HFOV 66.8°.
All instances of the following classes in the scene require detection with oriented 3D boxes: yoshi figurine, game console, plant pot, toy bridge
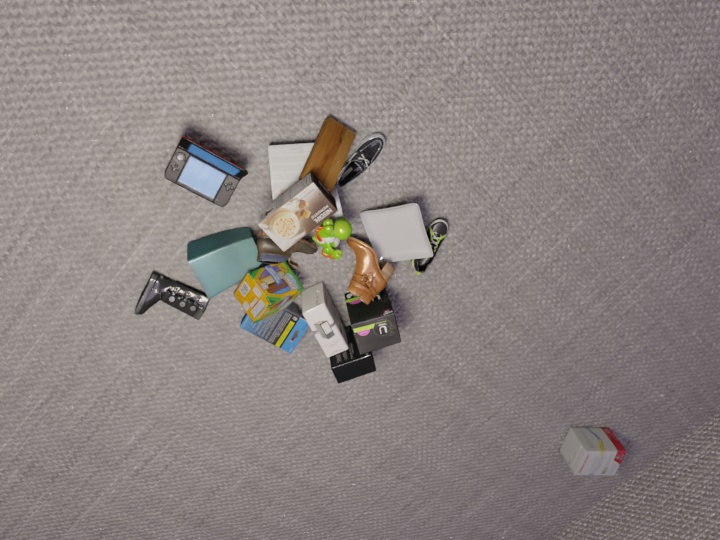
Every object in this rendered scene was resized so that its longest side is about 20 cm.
[{"bbox_3d":[-0.072,-0.103,1.665,0.112,0.200,0.113,-39,79,-12],"label":"yoshi figurine"},{"bbox_3d":[-0.443,-0.275,1.556,0.199,0.119,0.173,27,110,-21],"label":"game console"},{"bbox_3d":[-0.409,-0.040,1.679,0.199,0.142,0.142,-25,120,-4],"label":"plant pot"},{"bbox_3d":[-0.191,-0.096,1.747,0.067,0.027,0.201,25,112,-19],"label":"toy bridge"}]

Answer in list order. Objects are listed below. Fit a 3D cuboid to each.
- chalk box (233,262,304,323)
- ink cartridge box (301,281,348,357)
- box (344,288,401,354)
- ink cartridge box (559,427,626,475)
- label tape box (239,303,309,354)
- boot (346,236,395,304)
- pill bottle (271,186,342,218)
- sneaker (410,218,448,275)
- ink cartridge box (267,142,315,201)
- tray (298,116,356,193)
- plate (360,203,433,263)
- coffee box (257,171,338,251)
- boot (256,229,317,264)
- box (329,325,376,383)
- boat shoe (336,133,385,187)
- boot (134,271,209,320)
[{"bbox_3d":[-0.273,0.058,1.723,0.124,0.199,0.125,53,131,11],"label":"chalk box"},{"bbox_3d":[-0.120,0.164,1.831,0.083,0.146,0.201,-23,119,5],"label":"ink cartridge box"},{"bbox_3d":[0.039,0.157,1.823,0.147,0.200,0.125,-16,120,0],"label":"box"},{"bbox_3d":[0.998,0.779,2.355,0.198,0.145,0.147,5,118,-13],"label":"ink cartridge box"},{"bbox_3d":[-0.284,0.169,1.838,0.199,0.063,0.145,30,110,-13],"label":"label tape box"},{"bbox_3d":[0.000,0.000,1.764,0.200,0.074,0.155,39,84,-9],"label":"boot"},{"bbox_3d":[-0.160,-0.189,1.653,0.198,0.115,0.115,-14,120,-2],"label":"pill bottle"},{"bbox_3d":[0.236,-0.072,1.801,0.071,0.083,0.201,18,114,-19],"label":"sneaker"},{"bbox_3d":[-0.183,-0.268,1.597,0.158,0.047,0.202,-5,91,-8],"label":"ink cartridge box"},{"bbox_3d":[-0.094,-0.329,1.573,0.098,0.037,0.202,27,76,-22],"label":"tray"},{"bbox_3d":[0.119,-0.121,1.751,0.198,0.032,0.201,-7,123,24],"label":"plate"},{"bbox_3d":[-0.176,-0.164,1.529,0.199,0.080,0.114,-34,121,13],"label":"coffee box"},{"bbox_3d":[-0.229,-0.054,1.679,0.198,0.075,0.098,14,74,-24],"label":"boot"},{"bbox_3d":[-0.034,0.278,1.876,0.140,0.200,0.079,-21,119,3],"label":"box"},{"bbox_3d":[-0.001,-0.326,1.632,0.200,0.068,0.072,-39,118,12],"label":"boat shoe"},{"bbox_3d":[-0.609,0.110,1.771,0.199,0.066,0.165,25,113,-26],"label":"boot"}]
